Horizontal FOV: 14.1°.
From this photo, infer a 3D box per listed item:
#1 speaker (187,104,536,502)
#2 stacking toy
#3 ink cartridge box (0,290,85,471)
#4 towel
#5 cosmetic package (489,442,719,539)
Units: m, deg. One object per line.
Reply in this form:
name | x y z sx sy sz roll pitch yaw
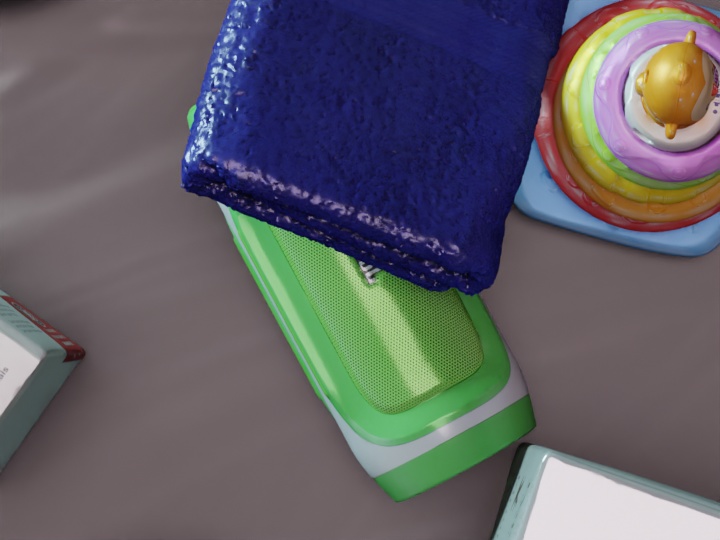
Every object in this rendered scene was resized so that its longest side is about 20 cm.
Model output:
speaker | 0.000 0.000 1.313 0.088 0.088 0.200 -29 88 -1
stacking toy | 0.132 -0.073 1.258 0.110 0.200 0.116 13 87 1
ink cartridge box | -0.231 0.011 1.281 0.200 0.147 0.083 36 90 2
towel | 0.010 -0.092 1.277 0.148 0.050 0.200 21 58 -8
cosmetic package | 0.123 0.177 1.249 0.166 0.200 0.167 19 87 1
